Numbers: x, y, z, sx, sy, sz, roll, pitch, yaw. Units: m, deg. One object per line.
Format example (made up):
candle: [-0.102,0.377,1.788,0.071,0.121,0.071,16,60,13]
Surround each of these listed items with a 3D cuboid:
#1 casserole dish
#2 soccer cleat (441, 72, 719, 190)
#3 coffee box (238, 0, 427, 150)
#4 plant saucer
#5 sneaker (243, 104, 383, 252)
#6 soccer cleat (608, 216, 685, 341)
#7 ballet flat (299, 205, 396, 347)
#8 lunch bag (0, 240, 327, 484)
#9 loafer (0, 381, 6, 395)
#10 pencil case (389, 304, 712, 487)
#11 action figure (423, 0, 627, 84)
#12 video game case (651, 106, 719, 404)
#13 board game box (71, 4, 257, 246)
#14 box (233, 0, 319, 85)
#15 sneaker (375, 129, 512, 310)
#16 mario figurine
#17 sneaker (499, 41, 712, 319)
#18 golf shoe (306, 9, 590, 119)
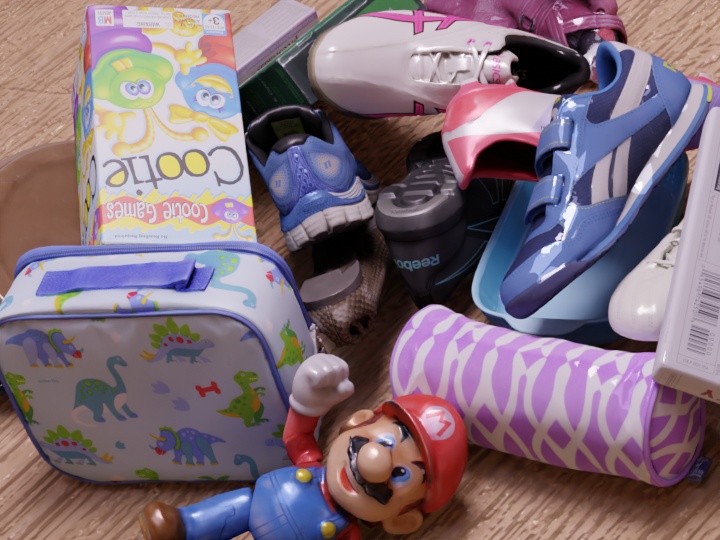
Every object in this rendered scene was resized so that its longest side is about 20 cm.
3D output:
casserole dish: [0.149,-0.017,1.423,0.120,0.039,0.201,2,44,25]
soccer cleat: [0.152,-0.086,1.407,0.198,0.067,0.077,0,54,-4]
coffee box: [-0.039,-0.144,1.560,0.123,0.044,0.200,-41,6,-24]
plant saucer: [-0.184,-0.015,1.493,0.199,0.030,0.201,8,54,-11]
sneaker: [-0.032,-0.074,1.466,0.078,0.090,0.200,-21,7,0]
soccer cleat: [0.219,-0.019,1.329,0.069,0.078,0.199,23,39,38]
ballet flat: [0.000,0.000,1.439,0.067,0.047,0.200,-20,17,15]
lunch bag: [-0.124,0.055,1.358,0.199,0.161,0.083,-3,42,21]
loafer: [-0.229,0.004,1.531,0.072,0.073,0.201,3,45,26]
pencil case: [0.114,0.070,1.300,0.199,0.084,0.086,11,50,33]
action figure: [0.139,-0.184,1.599,0.148,0.134,0.200,3,33,-47]
video game case: [0.274,0.010,1.269,0.181,0.023,0.201,18,54,-1]
board game box: [-0.136,-0.069,1.461,0.102,0.105,0.201,1,54,-14]
box: [-0.111,-0.137,1.669,0.200,0.039,0.041,-41,45,-23]
sneaker: [0.063,-0.043,1.467,0.075,0.080,0.200,-3,23,27]
mario figurine: [-0.029,0.131,1.269,0.199,0.124,0.106,-28,27,-3]
sneaker: [0.135,-0.057,1.334,0.200,0.082,0.074,-53,4,-22]
golf shoe: [0.060,-0.140,1.449,0.199,0.073,0.092,-3,-1,-30]
